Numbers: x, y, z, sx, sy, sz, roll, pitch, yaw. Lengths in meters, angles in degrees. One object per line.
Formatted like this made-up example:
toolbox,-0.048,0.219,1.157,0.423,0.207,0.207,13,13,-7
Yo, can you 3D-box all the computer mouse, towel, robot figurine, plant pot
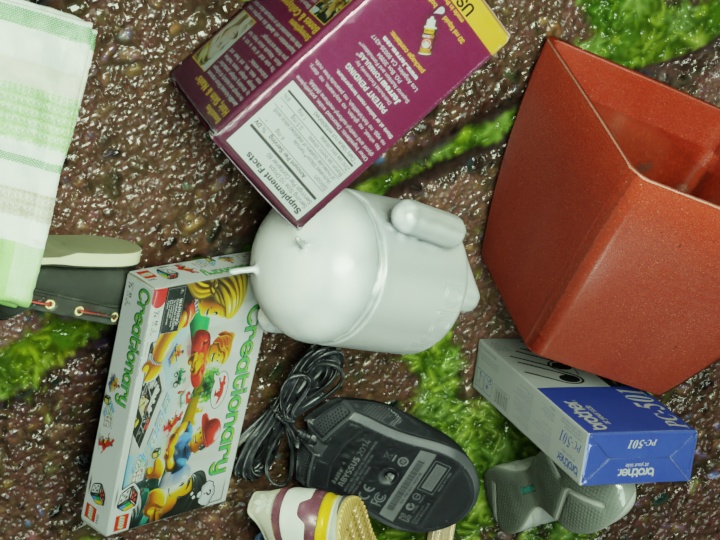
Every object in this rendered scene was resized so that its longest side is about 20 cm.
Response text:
computer mouse,0.006,0.137,1.499,0.199,0.053,0.139,29,111,-21
towel,-0.266,-0.088,1.255,0.148,0.031,0.202,16,83,-24
robot figurine,0.000,0.000,1.375,0.199,0.114,0.169,9,141,-46
plant pot,0.202,-0.027,1.427,0.198,0.201,0.177,19,118,-28

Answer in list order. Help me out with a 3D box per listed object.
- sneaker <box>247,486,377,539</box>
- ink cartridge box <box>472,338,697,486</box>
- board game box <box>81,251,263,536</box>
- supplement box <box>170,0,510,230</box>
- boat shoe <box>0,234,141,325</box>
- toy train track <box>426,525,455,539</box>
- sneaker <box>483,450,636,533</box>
sneaker,-0.037,0.231,1.511,0.089,0.075,0.201,10,143,15
ink cartridge box,0.168,0.106,1.457,0.093,0.200,0.045,1,108,-21
board game box,-0.135,0.090,1.399,0.126,0.034,0.202,-11,122,-48
supplement box,-0.017,-0.147,1.308,0.200,0.131,0.103,-41,121,2
boat shoe,-0.251,0.006,1.320,0.200,0.074,0.064,4,104,-28
toy train track,0.101,0.255,1.578,0.199,0.032,0.116,14,84,-37
sneaker,0.172,0.167,1.509,0.080,0.200,0.071,-15,89,-23
